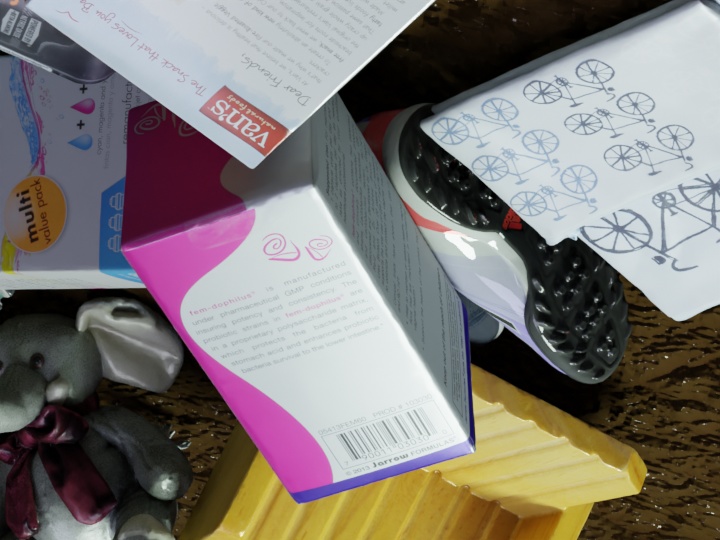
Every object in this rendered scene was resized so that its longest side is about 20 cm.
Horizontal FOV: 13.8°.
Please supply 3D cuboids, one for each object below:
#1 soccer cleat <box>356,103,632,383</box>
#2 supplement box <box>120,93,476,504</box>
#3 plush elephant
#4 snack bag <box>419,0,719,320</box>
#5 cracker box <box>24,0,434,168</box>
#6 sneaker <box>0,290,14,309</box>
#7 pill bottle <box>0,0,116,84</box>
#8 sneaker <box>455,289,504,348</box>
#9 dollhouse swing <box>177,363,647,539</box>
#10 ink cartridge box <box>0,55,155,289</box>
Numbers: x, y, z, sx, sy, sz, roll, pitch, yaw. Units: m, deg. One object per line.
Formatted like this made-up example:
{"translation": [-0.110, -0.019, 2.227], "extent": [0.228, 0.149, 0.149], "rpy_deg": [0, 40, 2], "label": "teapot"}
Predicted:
{"translation": [0.065, -0.014, 1.535], "extent": [0.073, 0.068, 0.200], "rpy_deg": [-1, 143, 49], "label": "soccer cleat"}
{"translation": [-0.028, 0.005, 1.441], "extent": [0.101, 0.103, 0.200], "rpy_deg": [-17, 134, 15], "label": "supplement box"}
{"translation": [-0.182, 0.096, 1.769], "extent": [0.165, 0.200, 0.155], "rpy_deg": [-19, 111, 29], "label": "plush elephant"}
{"translation": [0.160, -0.047, 1.445], "extent": [0.188, 0.021, 0.200], "rpy_deg": [-22, 131, 40], "label": "snack bag"}
{"translation": [-0.032, -0.154, 1.288], "extent": [0.134, 0.058, 0.200], "rpy_deg": [36, 118, -25], "label": "cracker box"}
{"translation": [-0.273, -0.049, 1.675], "extent": [0.200, 0.078, 0.080], "rpy_deg": [39, 164, -22], "label": "sneaker"}
{"translation": [-0.155, -0.155, 1.388], "extent": [0.200, 0.106, 0.106], "rpy_deg": [23, 149, -7], "label": "pill bottle"}
{"translation": [0.000, 0.000, 1.574], "extent": [0.078, 0.079, 0.200], "rpy_deg": [-13, 138, 41], "label": "sneaker"}
{"translation": [0.034, 0.145, 1.693], "extent": [0.200, 0.182, 0.176], "rpy_deg": [28, 175, -18], "label": "dollhouse swing"}
{"translation": [-0.163, -0.050, 1.534], "extent": [0.200, 0.115, 0.068], "rpy_deg": [-1, 172, 30], "label": "ink cartridge box"}
